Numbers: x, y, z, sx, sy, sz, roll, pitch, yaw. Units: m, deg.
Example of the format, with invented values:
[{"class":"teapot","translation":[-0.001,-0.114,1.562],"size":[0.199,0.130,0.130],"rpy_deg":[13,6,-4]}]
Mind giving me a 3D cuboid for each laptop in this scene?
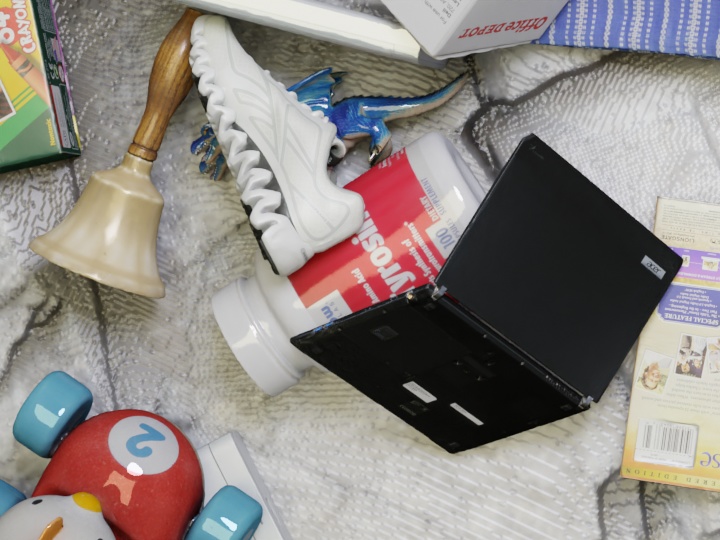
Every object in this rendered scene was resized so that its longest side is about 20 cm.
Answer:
[{"class":"laptop","translation":[0.087,0.022,1.505],"size":[0.200,0.177,0.103],"rpy_deg":[-23,45,37]}]

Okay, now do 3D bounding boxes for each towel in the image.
[{"class":"towel","translation":[0.184,-0.218,1.502],"size":[0.200,0.024,0.145],"rpy_deg":[8,107,31]}]

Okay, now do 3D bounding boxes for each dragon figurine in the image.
[{"class":"dragon figurine","translation":[-0.027,-0.110,1.573],"size":[0.200,0.059,0.100],"rpy_deg":[-36,85,10]}]

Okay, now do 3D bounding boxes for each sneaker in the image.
[{"class":"sneaker","translation":[-0.059,-0.094,1.510],"size":[0.081,0.075,0.200],"rpy_deg":[-24,68,-1]}]

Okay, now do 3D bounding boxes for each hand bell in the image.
[{"class":"hand bell","translation":[-0.153,-0.092,1.571],"size":[0.104,0.104,0.200],"rpy_deg":[22,95,9]}]

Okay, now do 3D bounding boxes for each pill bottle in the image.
[{"class":"pill bottle","translation":[0.000,0.000,1.543],"size":[0.200,0.112,0.112],"rpy_deg":[-33,85,9]}]

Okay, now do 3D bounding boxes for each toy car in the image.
[{"class":"toy car","translation":[-0.194,0.182,1.509],"size":[0.184,0.200,0.177],"rpy_deg":[33,96,8]}]

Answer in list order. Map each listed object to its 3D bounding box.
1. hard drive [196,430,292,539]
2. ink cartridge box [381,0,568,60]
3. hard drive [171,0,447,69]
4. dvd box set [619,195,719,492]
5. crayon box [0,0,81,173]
[{"class":"hard drive","translation":[-0.149,0.221,1.616],"size":[0.200,0.027,0.132],"rpy_deg":[-28,86,10]},{"class":"ink cartridge box","translation":[0.111,-0.243,1.447],"size":[0.084,0.145,0.200],"rpy_deg":[49,123,17]},{"class":"hard drive","translation":[-0.043,-0.178,1.537],"size":[0.200,0.132,0.026],"rpy_deg":[15,96,9]},{"class":"dvd box set","translation":[0.265,0.056,1.538],"size":[0.146,0.029,0.201],"rpy_deg":[7,91,10]},{"class":"crayon box","translation":[-0.311,-0.164,1.622],"size":[0.172,0.058,0.201],"rpy_deg":[-12,89,10]}]
